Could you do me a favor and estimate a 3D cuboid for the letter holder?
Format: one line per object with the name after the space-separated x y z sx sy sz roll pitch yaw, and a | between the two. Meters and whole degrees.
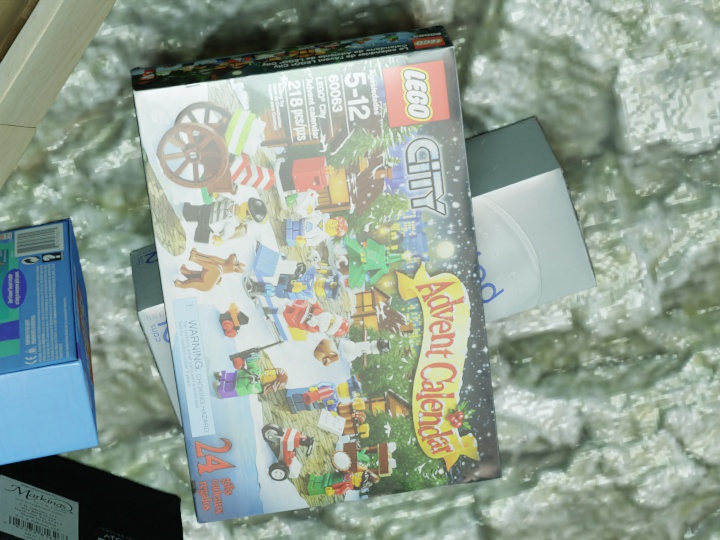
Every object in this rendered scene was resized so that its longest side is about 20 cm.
-0.198 0.154 1.349 0.200 0.101 0.142 21 111 -15 | letter holder

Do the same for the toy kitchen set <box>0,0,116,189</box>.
-0.237 -0.116 1.200 0.163 0.200 0.181 41 107 22 | toy kitchen set

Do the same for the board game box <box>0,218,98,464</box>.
-0.217 0.043 1.268 0.200 0.152 0.045 -10 115 -2 | board game box

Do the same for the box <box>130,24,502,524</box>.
-0.018 0.003 1.264 0.136 0.038 0.200 -8 110 -2 | box

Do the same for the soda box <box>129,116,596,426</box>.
0.000 0.000 1.323 0.200 0.068 0.063 -19 115 1 | soda box
